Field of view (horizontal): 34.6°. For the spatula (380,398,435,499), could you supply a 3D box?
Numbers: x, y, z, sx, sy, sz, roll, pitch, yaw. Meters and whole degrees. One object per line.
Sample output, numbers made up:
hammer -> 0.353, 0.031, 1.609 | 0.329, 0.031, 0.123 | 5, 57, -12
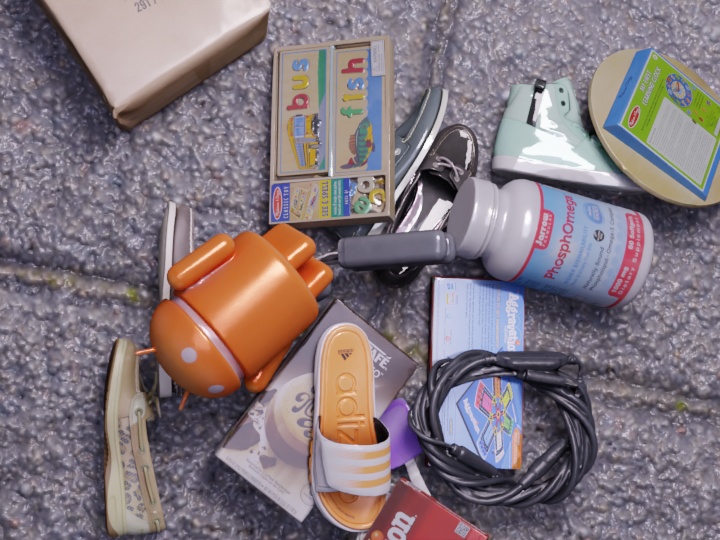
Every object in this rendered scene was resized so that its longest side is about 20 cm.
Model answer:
spatula -> 0.062, 0.224, 1.186 | 0.056, 0.021, 0.201 | -32, 54, 6

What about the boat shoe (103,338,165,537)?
boat shoe -> -0.231, 0.169, 1.179 | 0.062, 0.073, 0.202 | 0, 95, -12

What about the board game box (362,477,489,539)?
board game box -> 0.030, 0.314, 1.119 | 0.103, 0.019, 0.201 | 31, 91, 16

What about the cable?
cable -> 0.146, 0.165, 1.202 | 0.198, 0.051, 0.165 | 0, 90, -9

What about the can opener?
can opener -> 0.000, 0.000, 1.185 | 0.199, 0.053, 0.067 | -4, 83, 24

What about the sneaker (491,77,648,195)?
sneaker -> 0.249, -0.149, 1.259 | 0.199, 0.074, 0.119 | 10, 86, -5

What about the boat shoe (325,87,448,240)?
boat shoe -> 0.028, -0.116, 1.233 | 0.062, 0.073, 0.201 | 30, 87, -6

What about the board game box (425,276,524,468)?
board game box -> 0.124, 0.110, 1.241 | 0.102, 0.019, 0.202 | 3, 84, -5

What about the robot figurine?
robot figurine -> -0.120, 0.044, 1.122 | 0.200, 0.144, 0.117 | -41, 74, -14

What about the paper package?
paper package -> -0.220, -0.281, 1.204 | 0.199, 0.103, 0.191 | -34, 89, -8

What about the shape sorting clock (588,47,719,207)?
shape sorting clock -> 0.333, -0.156, 1.260 | 0.199, 0.039, 0.201 | 13, 61, -24

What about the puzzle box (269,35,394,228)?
puzzle box -> -0.030, -0.145, 1.216 | 0.132, 0.025, 0.202 | -4, 76, 15

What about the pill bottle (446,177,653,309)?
pill bottle -> 0.197, -0.033, 1.214 | 0.199, 0.109, 0.110 | 14, 83, -13

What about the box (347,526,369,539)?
box -> 0.083, 0.314, 1.194 | 0.199, 0.082, 0.069 | 14, 85, -4

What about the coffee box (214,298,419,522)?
coffee box -> -0.046, 0.141, 1.193 | 0.113, 0.080, 0.200 | 38, 82, -4

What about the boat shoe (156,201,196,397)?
boat shoe -> -0.180, 0.030, 1.196 | 0.059, 0.072, 0.202 | 1, 88, -13

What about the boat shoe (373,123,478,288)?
boat shoe -> 0.076, -0.070, 1.241 | 0.067, 0.057, 0.201 | 28, 82, -3

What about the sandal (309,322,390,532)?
sandal -> -0.010, 0.156, 1.125 | 0.079, 0.059, 0.208 | -6, 93, -16
